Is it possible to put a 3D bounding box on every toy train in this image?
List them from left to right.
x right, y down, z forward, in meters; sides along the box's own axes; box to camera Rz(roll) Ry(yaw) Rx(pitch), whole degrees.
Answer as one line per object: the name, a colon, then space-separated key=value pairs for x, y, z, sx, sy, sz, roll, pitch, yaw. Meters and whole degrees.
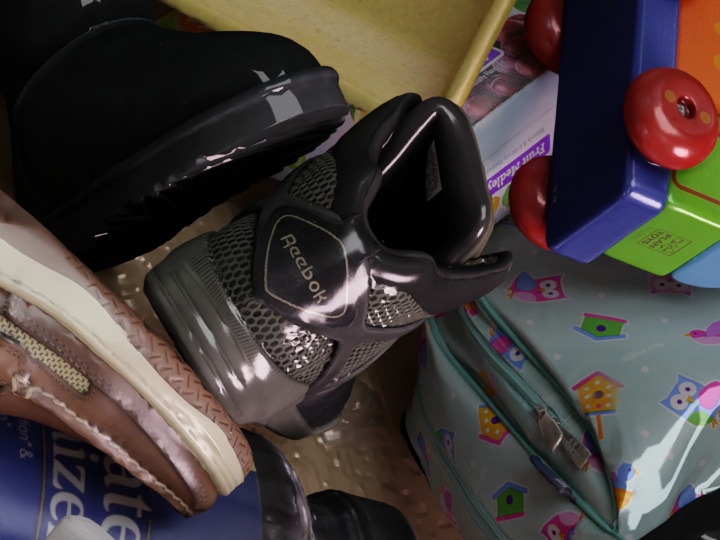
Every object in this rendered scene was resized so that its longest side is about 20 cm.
toy train: x=0.124 y=-0.085 z=1.037 sx=0.115 sy=0.085 sz=0.201 roll=21 pitch=57 yaw=-24

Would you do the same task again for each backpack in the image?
backpack: x=0.103 y=0.061 z=1.056 sx=0.166 sy=0.127 sz=0.200 roll=-8 pitch=39 yaw=-33

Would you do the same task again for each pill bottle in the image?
pill bottle: x=-0.085 y=0.095 z=0.959 sx=0.199 sy=0.112 sz=0.112 roll=15 pitch=60 yaw=-26

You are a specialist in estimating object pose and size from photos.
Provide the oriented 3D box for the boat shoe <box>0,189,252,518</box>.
boat shoe: x=-0.123 y=0.011 z=0.880 sx=0.202 sy=0.075 sz=0.075 roll=44 pitch=84 yaw=-13

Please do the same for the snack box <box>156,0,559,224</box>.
snack box: x=0.040 y=-0.093 z=1.124 sx=0.142 sy=0.053 sz=0.200 roll=21 pitch=41 yaw=33

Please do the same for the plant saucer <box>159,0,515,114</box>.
plant saucer: x=0.008 y=-0.166 z=1.058 sx=0.200 sy=0.201 sz=0.048 roll=30 pitch=6 yaw=33

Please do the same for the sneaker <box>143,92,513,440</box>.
sneaker: x=0.000 y=0.000 z=1.008 sx=0.114 sy=0.199 sz=0.076 roll=-30 pitch=83 yaw=4

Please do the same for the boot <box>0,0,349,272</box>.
boot: x=-0.089 y=-0.093 z=1.001 sx=0.073 sy=0.198 sz=0.163 roll=-17 pitch=85 yaw=-30

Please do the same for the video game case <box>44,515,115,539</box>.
video game case: x=-0.063 y=0.200 z=0.835 sx=0.200 sy=0.182 sz=0.023 roll=39 pitch=4 yaw=18
